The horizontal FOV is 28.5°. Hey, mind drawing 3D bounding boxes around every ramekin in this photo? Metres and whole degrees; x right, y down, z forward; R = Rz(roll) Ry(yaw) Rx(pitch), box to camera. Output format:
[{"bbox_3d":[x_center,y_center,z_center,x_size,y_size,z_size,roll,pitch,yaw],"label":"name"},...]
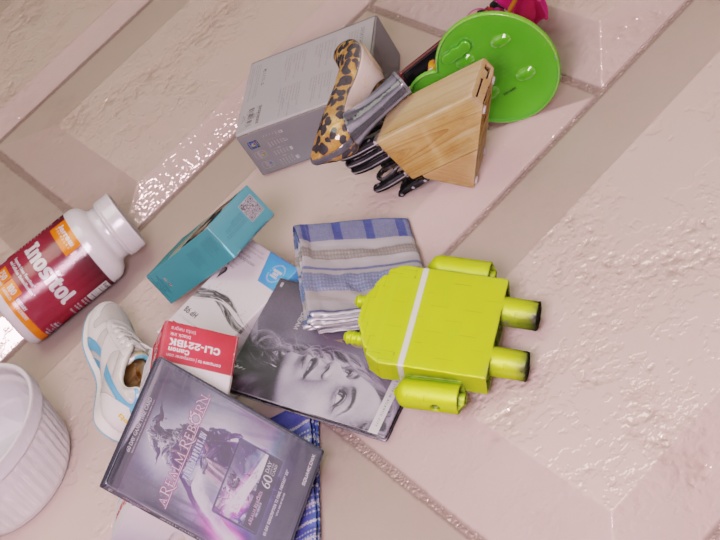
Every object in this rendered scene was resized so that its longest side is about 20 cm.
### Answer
[{"bbox_3d":[-0.438,0.220,1.679,0.198,0.105,0.202,-20,41,19],"label":"ramekin"}]

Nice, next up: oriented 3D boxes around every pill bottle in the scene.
[{"bbox_3d":[-0.385,-0.007,1.862,0.199,0.113,0.113,-39,38,-3],"label":"pill bottle"}]

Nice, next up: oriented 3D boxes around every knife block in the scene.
[{"bbox_3d":[0.060,-0.167,1.645,0.173,0.201,0.065,13,53,9],"label":"knife block"}]

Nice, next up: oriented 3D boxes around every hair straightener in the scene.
[{"bbox_3d":[0.145,-0.279,1.810,0.199,0.041,0.077,-37,59,-9],"label":"hair straightener"}]

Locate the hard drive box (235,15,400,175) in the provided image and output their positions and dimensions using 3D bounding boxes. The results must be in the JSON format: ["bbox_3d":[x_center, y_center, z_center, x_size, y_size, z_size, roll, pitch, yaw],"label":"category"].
[{"bbox_3d":[-0.054,-0.231,1.869,0.198,0.077,0.157,-17,42,24],"label":"hard drive box"}]

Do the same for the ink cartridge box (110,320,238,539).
[{"bbox_3d":[-0.193,0.176,1.466,0.144,0.083,0.203,126,154,-60],"label":"ink cartridge box"}]

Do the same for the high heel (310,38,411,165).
[{"bbox_3d":[-0.032,-0.204,1.708,0.142,0.072,0.200,-42,31,0],"label":"high heel"}]

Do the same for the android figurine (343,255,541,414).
[{"bbox_3d":[0.081,0.060,1.450,0.197,0.041,0.184,5,56,15],"label":"android figurine"}]

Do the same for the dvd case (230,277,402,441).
[{"bbox_3d":[-0.032,0.092,1.521,0.198,0.016,0.150,15,59,22],"label":"dvd case"}]

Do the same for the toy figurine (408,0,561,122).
[{"bbox_3d":[0.159,-0.283,1.729,0.199,0.150,0.185,-28,29,33],"label":"toy figurine"}]

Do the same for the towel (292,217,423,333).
[{"bbox_3d":[0.000,0.000,1.577,0.145,0.024,0.201,-4,34,-5],"label":"towel"}]

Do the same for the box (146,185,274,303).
[{"bbox_3d":[-0.184,-0.028,1.704,0.082,0.049,0.200,-50,10,-33],"label":"box"}]

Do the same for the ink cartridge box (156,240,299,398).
[{"bbox_3d":[-0.153,0.070,1.645,0.200,0.067,0.115,-46,40,-13],"label":"ink cartridge box"}]

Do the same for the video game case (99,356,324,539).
[{"bbox_3d":[-0.141,0.193,1.384,0.019,0.199,0.144,-32,31,53],"label":"video game case"}]

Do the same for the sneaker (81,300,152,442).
[{"bbox_3d":[-0.277,0.108,1.682,0.081,0.076,0.201,-45,43,25],"label":"sneaker"}]

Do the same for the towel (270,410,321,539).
[{"bbox_3d":[-0.106,0.236,1.475,0.143,0.024,0.201,-24,40,17],"label":"towel"}]
